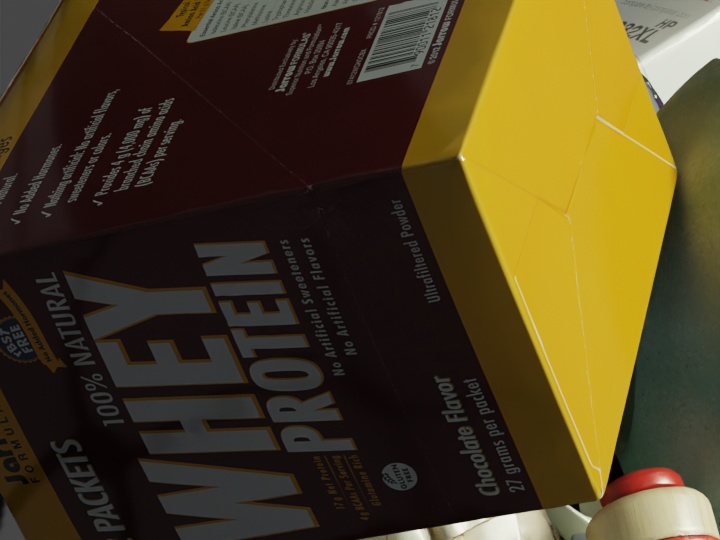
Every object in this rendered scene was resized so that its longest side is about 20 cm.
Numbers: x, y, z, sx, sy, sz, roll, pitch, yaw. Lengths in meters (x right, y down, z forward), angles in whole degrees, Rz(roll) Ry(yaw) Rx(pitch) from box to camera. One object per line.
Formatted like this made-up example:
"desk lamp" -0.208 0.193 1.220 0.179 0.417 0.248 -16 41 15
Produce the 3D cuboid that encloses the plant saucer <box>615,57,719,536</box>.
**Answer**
"plant saucer" 0.119 0.018 1.111 0.201 0.039 0.201 180 -90 -89

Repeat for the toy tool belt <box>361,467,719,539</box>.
"toy tool belt" 0.025 0.081 1.058 0.125 0.200 0.123 52 23 -62

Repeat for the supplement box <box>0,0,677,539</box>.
"supplement box" -0.017 -0.016 0.980 0.197 0.200 0.133 -69 142 -53

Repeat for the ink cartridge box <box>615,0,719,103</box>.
"ink cartridge box" 0.105 -0.065 1.405 0.084 0.200 0.145 61 -11 -17

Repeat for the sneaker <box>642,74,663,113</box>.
"sneaker" 0.089 -0.006 1.196 0.088 0.074 0.200 61 38 -66

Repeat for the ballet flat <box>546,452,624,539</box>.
"ballet flat" 0.102 0.124 1.230 0.067 0.068 0.200 34 26 -26
